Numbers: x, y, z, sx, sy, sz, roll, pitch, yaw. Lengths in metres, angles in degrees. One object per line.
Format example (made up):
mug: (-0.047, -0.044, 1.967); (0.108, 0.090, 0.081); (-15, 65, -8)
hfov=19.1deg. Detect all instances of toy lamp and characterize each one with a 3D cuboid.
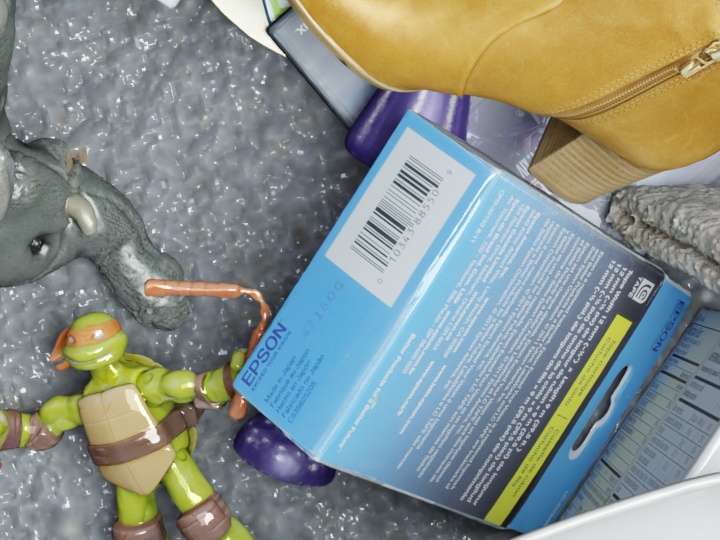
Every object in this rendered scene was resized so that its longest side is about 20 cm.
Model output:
toy lamp: (0.000, 0.000, 0.978); (0.058, 0.058, 0.201); (20, 107, -1)

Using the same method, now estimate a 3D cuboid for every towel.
towel: (0.197, -0.012, 0.924); (0.131, 0.200, 0.035); (0, 102, -14)

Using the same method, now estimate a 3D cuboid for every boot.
boot: (0.074, -0.112, 0.841); (0.201, 0.144, 0.071); (35, 50, -19)

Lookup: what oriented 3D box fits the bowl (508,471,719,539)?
bowl: (0.100, 0.185, 0.797); (0.199, 0.075, 0.201); (-21, 91, 1)

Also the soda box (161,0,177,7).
soda box: (-0.145, -0.201, 0.923); (0.199, 0.064, 0.068); (33, 104, -16)

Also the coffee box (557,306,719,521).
coffee box: (0.194, 0.152, 0.933); (0.199, 0.200, 0.198); (34, 90, -1)

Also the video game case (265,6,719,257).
video game case: (0.073, -0.083, 1.005); (0.143, 0.019, 0.200); (-41, 100, -1)

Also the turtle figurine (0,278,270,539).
turtle figurine: (-0.110, 0.085, 0.987); (0.199, 0.064, 0.162); (-16, 103, 19)

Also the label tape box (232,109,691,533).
label tape box: (0.053, 0.031, 0.963); (0.066, 0.200, 0.144); (36, 96, 36)

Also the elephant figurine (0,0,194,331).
elephant figurine: (-0.185, -0.049, 0.971); (0.154, 0.141, 0.202); (0, 108, 27)

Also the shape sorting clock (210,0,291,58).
shape sorting clock: (0.004, -0.193, 1.009); (0.198, 0.039, 0.202); (-1, 99, -8)
